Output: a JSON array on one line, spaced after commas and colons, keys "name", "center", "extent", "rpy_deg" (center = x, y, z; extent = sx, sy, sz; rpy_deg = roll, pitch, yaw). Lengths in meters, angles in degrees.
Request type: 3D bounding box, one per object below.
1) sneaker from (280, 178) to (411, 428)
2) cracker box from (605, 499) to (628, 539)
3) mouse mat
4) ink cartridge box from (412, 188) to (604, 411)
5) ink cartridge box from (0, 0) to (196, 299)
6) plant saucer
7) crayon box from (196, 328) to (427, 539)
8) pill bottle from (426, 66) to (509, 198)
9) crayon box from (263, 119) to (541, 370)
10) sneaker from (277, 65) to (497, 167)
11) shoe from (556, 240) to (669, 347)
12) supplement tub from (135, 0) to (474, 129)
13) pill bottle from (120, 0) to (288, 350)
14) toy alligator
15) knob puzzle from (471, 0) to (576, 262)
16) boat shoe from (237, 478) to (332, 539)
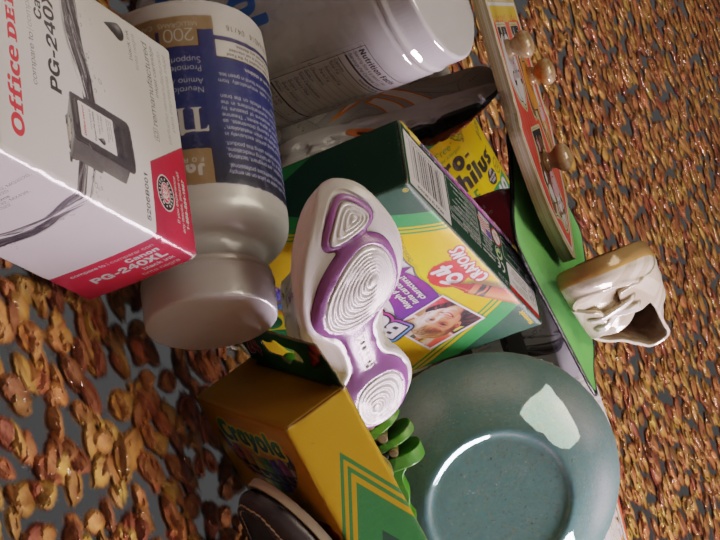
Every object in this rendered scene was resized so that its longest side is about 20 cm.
[{"name": "sneaker", "center": [-0.023, 0.013, 1.429], "extent": [0.100, 0.075, 0.200], "rpy_deg": [46, -26, 36]}, {"name": "cracker box", "center": [0.159, 0.191, 1.926], "extent": [0.200, 0.058, 0.134], "rpy_deg": [30, 45, -60]}, {"name": "mouse mat", "center": [0.138, -0.023, 1.683], "extent": [0.200, 0.008, 0.161], "rpy_deg": [-87, 153, -52]}, {"name": "ink cartridge box", "center": [0.082, 0.055, 1.711], "extent": [0.083, 0.145, 0.200], "rpy_deg": [-11, 82, -73]}, {"name": "ink cartridge box", "center": [-0.186, -0.086, 1.307], "extent": [0.200, 0.083, 0.145], "rpy_deg": [32, 44, -58]}, {"name": "plant saucer", "center": [0.092, 0.158, 1.617], "extent": [0.201, 0.201, 0.039], "rpy_deg": [64, -5, -18]}, {"name": "crayon box", "center": [-0.028, 0.130, 1.451], "extent": [0.051, 0.127, 0.200], "rpy_deg": [-36, 111, -21]}, {"name": "pill bottle", "center": [0.036, -0.101, 1.801], "extent": [0.200, 0.113, 0.113], "rpy_deg": [60, 25, -27]}, {"name": "crayon box", "center": [0.000, 0.000, 1.553], "extent": [0.200, 0.172, 0.058], "rpy_deg": [44, 31, -48]}, {"name": "sneaker", "center": [0.007, -0.129, 1.689], "extent": [0.092, 0.200, 0.076], "rpy_deg": [67, -22, 11]}, {"name": "shoe", "center": [0.191, 0.020, 1.668], "extent": [0.053, 0.070, 0.200], "rpy_deg": [66, 12, 13]}, {"name": "supplement tub", "center": [-0.039, -0.170, 1.564], "extent": [0.132, 0.200, 0.132], "rpy_deg": [49, 31, -43]}, {"name": "pill bottle", "center": [-0.104, -0.058, 1.439], "extent": [0.111, 0.111, 0.200], "rpy_deg": [34, 42, -56]}, {"name": "toy alligator", "center": [-0.017, 0.086, 1.531], "extent": [0.200, 0.054, 0.059], "rpy_deg": [47, 12, -13]}, {"name": "knob puzzle", "center": [0.131, -0.105, 1.660], "extent": [0.220, 0.030, 0.220], "rpy_deg": [-16, 90, -79]}, {"name": "boat shoe", "center": [-0.032, 0.220, 1.439], "extent": [0.063, 0.073, 0.200], "rpy_deg": [-38, 118, -23]}]
